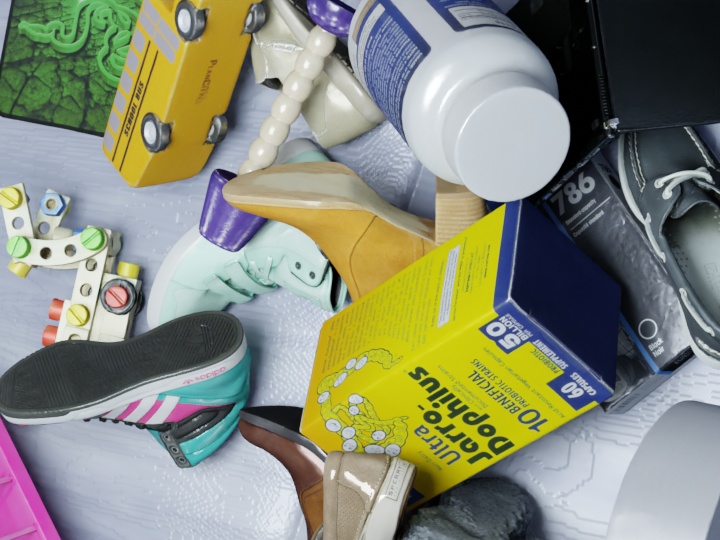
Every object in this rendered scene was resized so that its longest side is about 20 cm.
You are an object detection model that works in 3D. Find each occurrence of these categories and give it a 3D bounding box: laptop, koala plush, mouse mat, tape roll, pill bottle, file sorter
[{"bbox_3d":[0.187,-0.138,1.414,0.200,0.103,0.179,-45,39,45],"label":"laptop"},{"bbox_3d":[0.084,0.276,1.406,0.176,0.183,0.202,26,111,29],"label":"koala plush"},{"bbox_3d":[-0.221,-0.195,1.694,0.199,0.008,0.162,12,93,29],"label":"mouse mat"},{"bbox_3d":[0.221,0.187,1.302,0.066,0.200,0.202,12,93,29],"label":"tape roll"},{"bbox_3d":[0.070,-0.127,1.396,0.111,0.110,0.200,-56,30,15],"label":"pill bottle"},{"bbox_3d":[-0.342,0.211,1.642,0.201,0.125,0.139,60,142,19],"label":"file sorter"}]

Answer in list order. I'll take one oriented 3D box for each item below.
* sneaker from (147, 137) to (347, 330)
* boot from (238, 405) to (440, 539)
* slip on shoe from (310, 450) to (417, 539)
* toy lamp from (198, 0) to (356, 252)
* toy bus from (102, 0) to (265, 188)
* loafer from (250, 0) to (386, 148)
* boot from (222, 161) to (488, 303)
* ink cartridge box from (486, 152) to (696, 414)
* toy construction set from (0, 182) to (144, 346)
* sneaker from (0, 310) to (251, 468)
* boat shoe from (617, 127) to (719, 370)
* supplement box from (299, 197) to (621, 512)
[{"bbox_3d":[-0.077,0.008,1.555,0.201,0.074,0.118,-47,60,16],"label":"sneaker"},{"bbox_3d":[-0.038,0.218,1.545,0.187,0.068,0.202,23,106,22],"label":"boot"},{"bbox_3d":[-0.006,0.197,1.412,0.060,0.201,0.076,16,51,6],"label":"slip on shoe"},{"bbox_3d":[-0.059,-0.107,1.497,0.058,0.058,0.201,36,103,27],"label":"toy lamp"},{"bbox_3d":[-0.137,-0.155,1.558,0.078,0.065,0.201,51,136,32],"label":"toy bus"},{"bbox_3d":[-0.059,-0.173,1.558,0.068,0.076,0.200,-45,67,13],"label":"loafer"},{"bbox_3d":[0.001,0.000,1.469,0.199,0.071,0.145,3,118,8],"label":"boot"},{"bbox_3d":[0.163,-0.007,1.442,0.099,0.039,0.201,-42,67,22],"label":"ink cartridge box"},{"bbox_3d":[-0.246,0.037,1.644,0.130,0.092,0.202,12,101,6],"label":"toy construction set"},{"bbox_3d":[-0.174,0.104,1.578,0.198,0.121,0.084,-13,46,4],"label":"sneaker"},{"bbox_3d":[0.229,-0.034,1.373,0.075,0.060,0.201,-21,69,-3],"label":"boat shoe"},{"bbox_3d":[0.069,0.060,1.393,0.199,0.109,0.110,-34,28,33],"label":"supplement box"}]
